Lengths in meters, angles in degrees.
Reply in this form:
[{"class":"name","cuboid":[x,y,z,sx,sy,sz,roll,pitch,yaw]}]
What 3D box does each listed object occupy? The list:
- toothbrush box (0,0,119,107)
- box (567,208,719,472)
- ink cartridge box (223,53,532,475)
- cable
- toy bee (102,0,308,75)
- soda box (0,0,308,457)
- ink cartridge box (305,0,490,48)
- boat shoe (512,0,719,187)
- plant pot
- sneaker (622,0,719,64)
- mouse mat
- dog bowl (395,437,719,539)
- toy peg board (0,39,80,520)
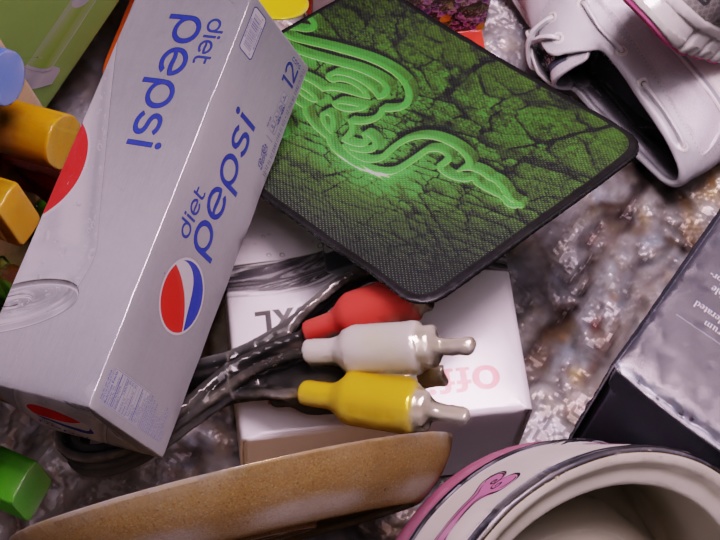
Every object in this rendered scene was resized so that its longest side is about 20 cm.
[{"class":"toothbrush box","cuboid":[-0.190,-0.168,0.739,0.086,0.200,0.145,52,26,22]},{"class":"box","cuboid":[0.198,0.032,0.731,0.104,0.148,0.201,34,68,11]},{"class":"ink cartridge box","cuboid":[0.000,0.000,0.764,0.142,0.084,0.203,-6,66,-5]},{"class":"cable","cuboid":[-0.044,0.038,0.668,0.197,0.051,0.098,-6,55,9]},{"class":"toy bee","cuboid":[-0.066,-0.182,0.816,0.108,0.201,0.132,-6,53,-47]},{"class":"soda box","cuboid":[-0.094,-0.025,0.666,0.067,0.063,0.202,10,70,28]},{"class":"ink cartridge box","cuboid":[0.019,-0.179,0.870,0.107,0.051,0.203,-5,64,-7]},{"class":"boat shoe","cuboid":[0.132,-0.129,0.851,0.068,0.072,0.200,-38,82,-23]},{"class":"plant pot","cuboid":[-0.052,0.108,0.650,0.197,0.200,0.028,-12,78,-10]},{"class":"sneaker","cuboid":[0.220,-0.160,0.813,0.199,0.087,0.074,0,52,-50]},{"class":"mouse mat","cuboid":[0.016,-0.070,0.726,0.160,0.008,0.199,-34,52,-29]},{"class":"dog bowl","cuboid":[0.088,0.165,0.651,0.198,0.074,0.203,-6,103,-27]},{"class":"toy peg board","cuboid":[-0.177,-0.002,0.676,0.097,0.200,0.202,15,62,24]}]
